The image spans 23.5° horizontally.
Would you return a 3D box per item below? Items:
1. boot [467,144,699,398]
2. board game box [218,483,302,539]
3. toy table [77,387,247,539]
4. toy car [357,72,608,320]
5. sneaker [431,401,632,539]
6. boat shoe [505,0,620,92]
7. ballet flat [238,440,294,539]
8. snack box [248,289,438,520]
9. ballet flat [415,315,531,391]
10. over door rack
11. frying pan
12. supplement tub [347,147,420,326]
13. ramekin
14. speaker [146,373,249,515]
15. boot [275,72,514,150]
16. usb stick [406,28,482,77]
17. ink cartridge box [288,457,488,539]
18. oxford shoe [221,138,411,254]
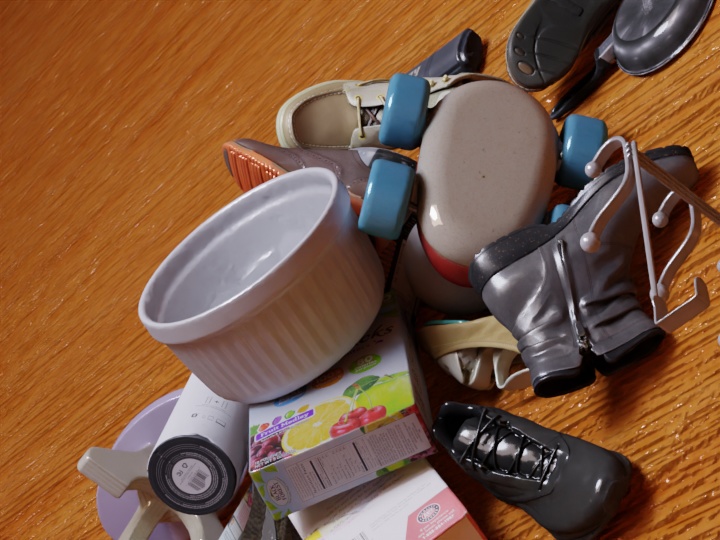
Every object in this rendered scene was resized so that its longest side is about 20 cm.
[{"bbox_3d":[0.190,0.005,1.279,0.199,0.070,0.132,-34,57,1],"label":"boot"},{"bbox_3d":[-0.060,0.237,1.514,0.201,0.064,0.148,-59,26,7],"label":"board game box"},{"bbox_3d":[-0.185,0.215,1.669,0.201,0.183,0.117,-61,6,20],"label":"toy table"},{"bbox_3d":[0.090,-0.039,1.451,0.200,0.183,0.178,105,178,-57],"label":"toy car"},{"bbox_3d":[0.117,0.141,1.250,0.200,0.090,0.076,7,68,62],"label":"sneaker"},{"bbox_3d":[0.190,-0.241,1.526,0.200,0.075,0.074,-52,-6,-10],"label":"boat shoe"},{"bbox_3d":[-0.074,0.217,1.449,0.067,0.046,0.201,-24,49,39],"label":"ballet flat"},{"bbox_3d":[-0.019,0.104,1.397,0.141,0.053,0.200,-23,24,7],"label":"snack box"},{"bbox_3d":[0.104,0.066,1.384,0.200,0.068,0.064,-16,63,58],"label":"ballet flat"},{"bbox_3d":[0.219,0.013,1.120,0.067,0.147,0.201,-47,28,22],"label":"over door rack"},{"bbox_3d":[0.229,-0.208,1.479,0.189,0.031,0.116,-21,45,50],"label":"frying pan"},{"bbox_3d":[0.000,0.000,1.577,0.122,0.122,0.201,-24,43,52],"label":"supplement tub"},{"bbox_3d":[-0.073,0.017,1.421,0.199,0.105,0.201,-30,24,14],"label":"ramekin"},{"bbox_3d":[-0.128,0.132,1.552,0.081,0.081,0.200,-49,10,24],"label":"speaker"},{"bbox_3d":[0.036,-0.145,1.602,0.154,0.199,0.073,7,104,61],"label":"boot"},{"bbox_3d":[0.055,-0.185,1.771,0.200,0.032,0.056,-31,39,47],"label":"usb stick"},{"bbox_3d":[0.016,0.196,1.356,0.116,0.068,0.200,-37,30,-3],"label":"ink cartridge box"},{"bbox_3d":[-0.038,-0.076,1.534,0.199,0.072,0.073,28,56,30],"label":"oxford shoe"}]
